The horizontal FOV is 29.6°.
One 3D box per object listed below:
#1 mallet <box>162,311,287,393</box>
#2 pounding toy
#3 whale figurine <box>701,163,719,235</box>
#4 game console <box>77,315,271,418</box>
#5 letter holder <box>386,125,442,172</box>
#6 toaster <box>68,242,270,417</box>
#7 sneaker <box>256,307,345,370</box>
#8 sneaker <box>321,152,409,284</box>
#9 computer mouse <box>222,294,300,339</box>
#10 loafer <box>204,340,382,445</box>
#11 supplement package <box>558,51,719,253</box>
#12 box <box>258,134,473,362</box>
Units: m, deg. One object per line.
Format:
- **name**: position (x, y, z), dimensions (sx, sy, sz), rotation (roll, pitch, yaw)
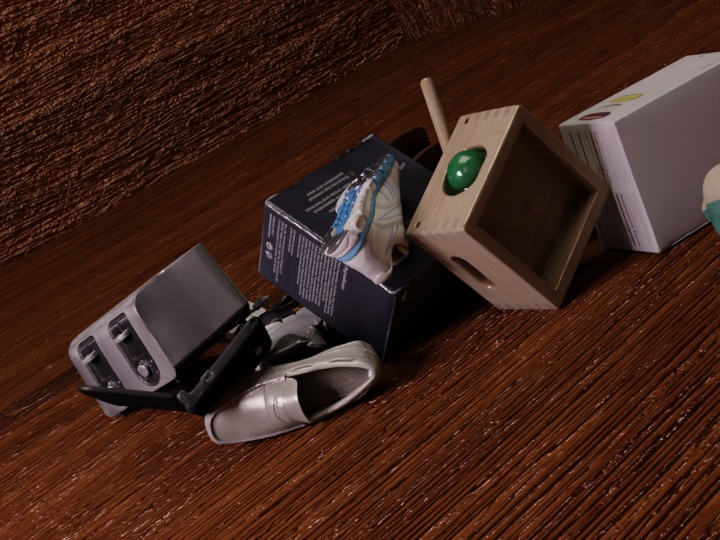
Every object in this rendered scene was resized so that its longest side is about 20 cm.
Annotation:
- **mallet**: position (-0.177, 0.113, 1.745), dimensions (0.199, 0.041, 0.066), rotation (-30, 14, -7)
- **pounding toy**: position (0.140, -0.088, 1.477), dimensions (0.142, 0.199, 0.185), rotation (-3, 56, 56)
- **whale figurine**: position (0.416, -0.063, 1.337), dimensions (0.158, 0.105, 0.199), rotation (-16, -9, 27)
- **game console**: position (-0.195, 0.102, 1.487), dimensions (0.176, 0.116, 0.200), rotation (-52, -5, -7)
- **letter holder**: position (0.100, -0.129, 1.941), dimensions (0.100, 0.143, 0.200), rotation (-13, 17, 37)
- **toaster**: position (-0.251, 0.073, 1.746), dimensions (0.180, 0.119, 0.200), rotation (-30, 9, 45)
- **sneaker**: position (-0.034, 0.071, 1.606), dimensions (0.199, 0.075, 0.115), rotation (-36, 20, -6)
- **sneaker**: position (0.019, -0.051, 1.478), dimensions (0.075, 0.087, 0.201), rotation (-39, 17, 33)
- **computer mouse**: position (-0.171, 0.065, 1.883), dimensions (0.109, 0.044, 0.199), rotation (-35, 18, -34)
- **loafer**: position (-0.072, 0.131, 1.428), dimensions (0.198, 0.070, 0.070), rotation (-26, 12, 2)
- **supplement package**: position (0.351, -0.135, 1.528), dimensions (0.199, 0.157, 0.111), rotation (-29, 15, -21)
- **box**: position (0.019, -0.030, 1.578), dimensions (0.199, 0.118, 0.196), rotation (34, 48, 25)
